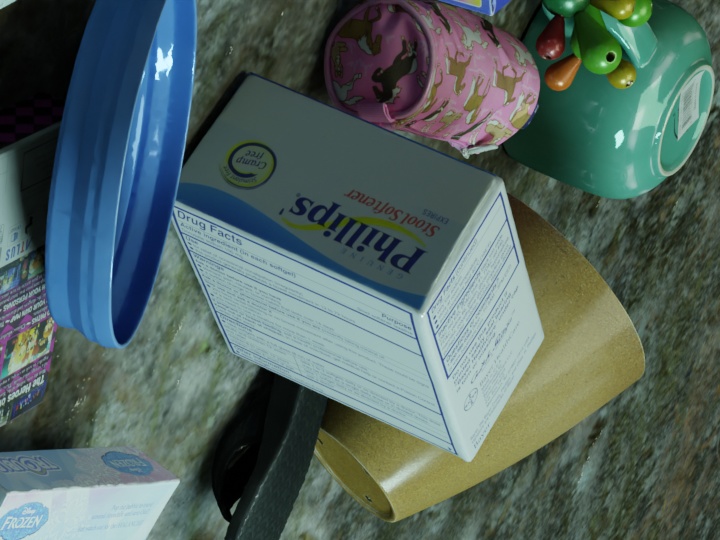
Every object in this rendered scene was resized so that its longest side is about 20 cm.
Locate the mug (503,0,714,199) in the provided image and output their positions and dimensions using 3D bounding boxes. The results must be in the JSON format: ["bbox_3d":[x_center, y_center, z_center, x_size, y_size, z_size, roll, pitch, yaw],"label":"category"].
[{"bbox_3d":[0.183,-0.130,2.110,0.185,0.114,0.153,2,110,-66],"label":"mug"}]

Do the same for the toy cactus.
[{"bbox_3d":[0.124,-0.210,1.916,0.165,0.102,0.201,35,43,-29],"label":"toy cactus"}]

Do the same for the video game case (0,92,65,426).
[{"bbox_3d":[-0.220,0.020,1.486,0.200,0.036,0.182,-33,140,-53],"label":"video game case"}]

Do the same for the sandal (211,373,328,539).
[{"bbox_3d":[-0.061,0.110,1.916,0.075,0.048,0.201,63,42,-60],"label":"sandal"}]

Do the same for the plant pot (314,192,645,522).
[{"bbox_3d":[0.062,0.073,1.996,0.200,0.186,0.187,-44,151,-16],"label":"plant pot"}]

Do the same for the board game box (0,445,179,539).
[{"bbox_3d":[-0.207,0.193,1.635,0.199,0.043,0.200,-59,159,11],"label":"board game box"}]

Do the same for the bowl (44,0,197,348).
[{"bbox_3d":[-0.126,-0.060,1.525,0.201,0.039,0.202,10,90,-86],"label":"bowl"}]

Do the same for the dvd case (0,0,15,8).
[{"bbox_3d":[-0.174,-0.193,1.403,0.200,0.022,0.147,-35,142,-49],"label":"dvd case"}]

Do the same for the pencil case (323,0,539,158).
[{"bbox_3d":[0.047,-0.125,1.869,0.083,0.087,0.200,-37,163,17],"label":"pencil case"}]

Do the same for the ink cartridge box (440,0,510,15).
[{"bbox_3d":[0.055,-0.224,1.718,0.200,0.136,0.077,-39,139,-47],"label":"ink cartridge box"}]

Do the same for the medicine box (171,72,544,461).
[{"bbox_3d":[0.000,0.000,1.755,0.103,0.182,0.200,-57,156,-21],"label":"medicine box"}]
